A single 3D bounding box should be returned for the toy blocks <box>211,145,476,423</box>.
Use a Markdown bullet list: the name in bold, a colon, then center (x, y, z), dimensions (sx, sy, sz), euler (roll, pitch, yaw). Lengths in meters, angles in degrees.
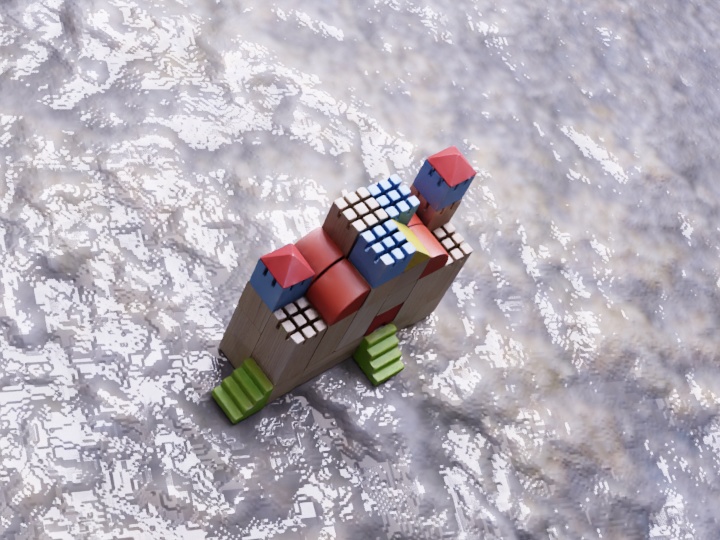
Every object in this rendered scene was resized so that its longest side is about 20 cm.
- **toy blocks**: center (0.000, 0.000, 0.995), dimensions (0.199, 0.137, 0.100), euler (-27, 70, -34)
